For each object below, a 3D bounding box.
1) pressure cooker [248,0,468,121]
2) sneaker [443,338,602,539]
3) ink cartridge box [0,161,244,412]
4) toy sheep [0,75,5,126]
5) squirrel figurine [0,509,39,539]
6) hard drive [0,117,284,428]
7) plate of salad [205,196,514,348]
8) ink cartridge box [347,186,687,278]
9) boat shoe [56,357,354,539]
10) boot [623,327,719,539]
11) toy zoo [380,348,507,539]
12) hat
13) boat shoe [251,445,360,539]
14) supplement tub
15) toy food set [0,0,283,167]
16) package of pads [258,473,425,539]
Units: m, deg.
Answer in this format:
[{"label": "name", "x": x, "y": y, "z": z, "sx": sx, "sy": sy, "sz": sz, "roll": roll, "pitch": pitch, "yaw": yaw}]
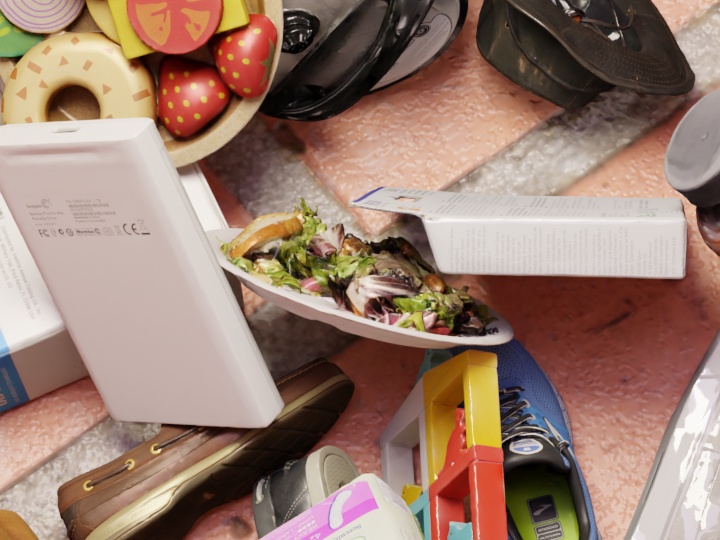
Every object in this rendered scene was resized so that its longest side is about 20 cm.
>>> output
[{"label": "pressure cooker", "x": -0.024, "y": -0.201, "z": 1.731, "sx": 0.177, "sy": 0.176, "sz": 0.201, "roll": -16, "pitch": 61, "yaw": -1}, {"label": "sneaker", "x": 0.101, "y": 0.110, "z": 1.606, "sx": 0.078, "sy": 0.089, "sz": 0.201, "roll": -19, "pitch": 63, "yaw": -6}, {"label": "ink cartridge box", "x": -0.190, "y": -0.012, "z": 1.698, "sx": 0.199, "sy": 0.084, "sz": 0.147, "roll": -22, "pitch": 63, "yaw": -8}, {"label": "toy sheep", "x": -0.203, "y": -0.151, "z": 1.749, "sx": 0.199, "sy": 0.138, "sz": 0.138, "roll": -30, "pitch": 63, "yaw": 6}, {"label": "squirrel figurine", "x": -0.229, "y": 0.184, "z": 1.541, "sx": 0.199, "sy": 0.187, "sz": 0.142, "roll": 29, "pitch": 68, "yaw": 18}, {"label": "hard drive", "x": -0.135, "y": 0.003, "z": 1.568, "sx": 0.131, "sy": 0.201, "sz": 0.026, "roll": 0, "pitch": 35, "yaw": 40}, {"label": "plate of salad", "x": 0.000, "y": 0.000, "z": 1.596, "sx": 0.199, "sy": 0.200, "sz": 0.048, "roll": 20, "pitch": 100, "yaw": 15}, {"label": "ink cartridge box", "x": 0.099, "y": -0.023, "z": 1.623, "sx": 0.198, "sy": 0.200, "sz": 0.041, "roll": 3, "pitch": 95, "yaw": 7}, {"label": "boat shoe", "x": -0.097, "y": 0.108, "z": 1.634, "sx": 0.199, "sy": 0.072, "sz": 0.068, "roll": -33, "pitch": 66, "yaw": -9}, {"label": "boot", "x": 0.226, "y": 0.126, "z": 1.607, "sx": 0.095, "sy": 0.074, "sz": 0.201, "roll": 24, "pitch": 69, "yaw": 3}, {"label": "toy zoo", "x": 0.048, "y": 0.136, "z": 1.577, "sx": 0.020, "sy": 0.131, "sz": 0.201, "roll": 9, "pitch": 61, "yaw": -21}, {"label": "hat", "x": 0.123, "y": -0.161, "z": 1.742, "sx": 0.081, "sy": 0.200, "sz": 0.201, "roll": -50, "pitch": 61, "yaw": 28}, {"label": "boat shoe", "x": -0.025, "y": 0.208, "z": 1.587, "sx": 0.067, "sy": 0.072, "sz": 0.201, "roll": -19, "pitch": 63, "yaw": 24}, {"label": "supplement tub", "x": 0.275, "y": -0.030, "z": 1.598, "sx": 0.199, "sy": 0.107, "sz": 0.108, "roll": 33, "pitch": 61, "yaw": -27}, {"label": "toy food set", "x": -0.146, "y": -0.157, "z": 1.641, "sx": 0.199, "sy": 0.049, "sz": 0.199, "roll": -15, "pitch": 98, "yaw": 16}, {"label": "package of pads", "x": -0.041, "y": 0.220, "z": 1.475, "sx": 0.199, "sy": 0.068, "sz": 0.155, "roll": -33, "pitch": 35, "yaw": 5}]
